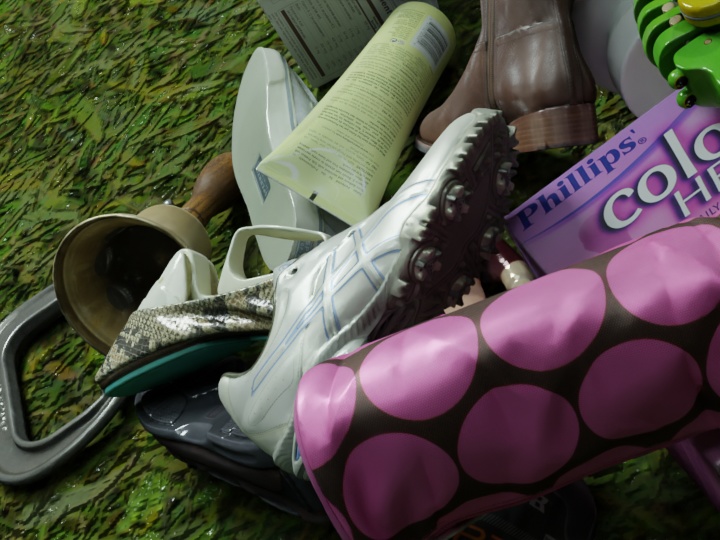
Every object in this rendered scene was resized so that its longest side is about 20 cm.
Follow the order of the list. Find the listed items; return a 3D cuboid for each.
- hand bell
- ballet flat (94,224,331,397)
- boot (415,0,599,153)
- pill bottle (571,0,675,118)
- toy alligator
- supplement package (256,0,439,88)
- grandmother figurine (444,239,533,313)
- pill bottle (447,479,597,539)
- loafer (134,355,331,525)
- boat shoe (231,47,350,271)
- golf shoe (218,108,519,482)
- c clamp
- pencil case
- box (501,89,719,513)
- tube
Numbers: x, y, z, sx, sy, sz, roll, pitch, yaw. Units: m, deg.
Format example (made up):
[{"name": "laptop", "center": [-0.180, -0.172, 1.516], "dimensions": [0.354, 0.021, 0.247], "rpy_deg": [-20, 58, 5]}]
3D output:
[{"name": "hand bell", "center": [-0.110, -0.034, 0.929], "dimensions": [0.103, 0.105, 0.200], "rpy_deg": [-14, 24, 24]}, {"name": "ballet flat", "center": [-0.066, 0.016, 0.790], "dimensions": [0.198, 0.068, 0.076], "rpy_deg": [-15, 81, 29]}, {"name": "boot", "center": [0.078, -0.169, 0.830], "dimensions": [0.064, 0.202, 0.186], "rpy_deg": [-9, 6, -26]}, {"name": "pill bottle", "center": [0.163, -0.175, 0.853], "dimensions": [0.112, 0.113, 0.201], "rpy_deg": [-27, 40, 11]}, {"name": "toy alligator", "center": [0.162, -0.103, 0.675], "dimensions": [0.054, 0.059, 0.201], "rpy_deg": [-21, 42, 18]}, {"name": "supplement package", "center": [-0.031, -0.267, 1.047], "dimensions": [0.110, 0.156, 0.201], "rpy_deg": [-24, 41, 13]}, {"name": "grandmother figurine", "center": [0.042, 0.012, 0.809], "dimensions": [0.120, 0.061, 0.201], "rpy_deg": [4, 47, 8]}, {"name": "pill bottle", "center": [0.042, 0.139, 0.644], "dimensions": [0.105, 0.106, 0.201], "rpy_deg": [2, 53, 37]}, {"name": "loafer", "center": [-0.070, 0.096, 0.800], "dimensions": [0.072, 0.063, 0.199], "rpy_deg": [-30, 18, -23]}, {"name": "boat shoe", "center": [-0.037, -0.068, 0.935], "dimensions": [0.070, 0.071, 0.202], "rpy_deg": [-60, 32, 36]}, {"name": "golf shoe", "center": [0.000, 0.000, 0.691], "dimensions": [0.097, 0.078, 0.201], "rpy_deg": [26, 79, 31]}, {"name": "c clamp", "center": [-0.190, 0.047, 0.960], "dimensions": [0.170, 0.027, 0.201], "rpy_deg": [-29, 40, 9]}, {"name": "pencil case", "center": [0.077, 0.049, 0.567], "dimensions": [0.198, 0.094, 0.091], "rpy_deg": [-22, -1, 11]}, {"name": "box", "center": [0.195, 0.004, 0.671], "dimensions": [0.175, 0.097, 0.200], "rpy_deg": [-36, 39, 1]}, {"name": "tube", "center": [0.005, -0.101, 0.908], "dimensions": [0.057, 0.052, 0.201], "rpy_deg": [-3, 36, 28]}]
